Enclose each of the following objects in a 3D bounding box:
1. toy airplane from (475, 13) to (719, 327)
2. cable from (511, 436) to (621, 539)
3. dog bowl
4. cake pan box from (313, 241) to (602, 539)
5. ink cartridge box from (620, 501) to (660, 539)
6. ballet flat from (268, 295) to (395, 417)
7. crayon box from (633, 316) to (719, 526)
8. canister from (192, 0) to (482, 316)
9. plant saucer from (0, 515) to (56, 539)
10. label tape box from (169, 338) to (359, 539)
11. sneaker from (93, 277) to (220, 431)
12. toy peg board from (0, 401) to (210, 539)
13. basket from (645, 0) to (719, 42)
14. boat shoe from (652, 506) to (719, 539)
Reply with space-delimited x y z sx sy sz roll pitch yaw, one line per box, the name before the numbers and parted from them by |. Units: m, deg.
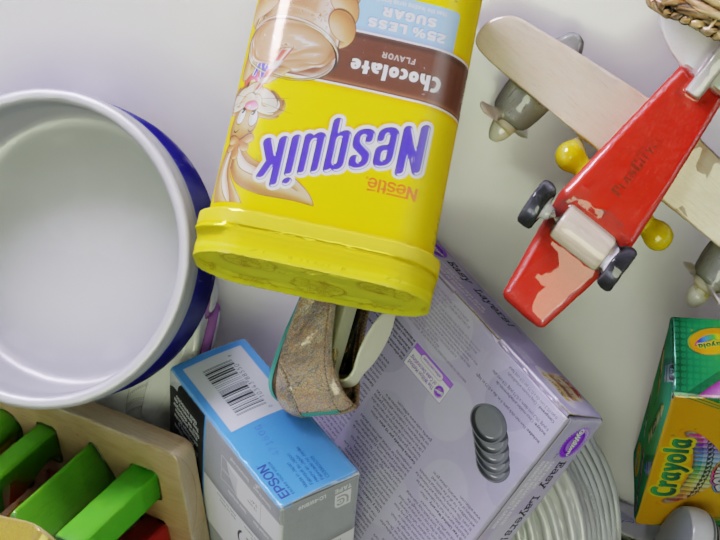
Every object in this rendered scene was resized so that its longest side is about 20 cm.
toy airplane | 0.175 -0.069 1.008 0.197 0.141 0.203 -6 78 -3
cable | 0.080 0.177 1.110 0.199 0.069 0.202 28 109 28
dog bowl | -0.195 -0.014 1.046 0.197 0.079 0.203 0 90 10
cake pan box | 0.037 0.099 1.065 0.200 0.052 0.185 46 111 32
ink cartridge box | 0.189 0.222 1.174 0.198 0.044 0.095 23 116 -5
ballet flat | 0.000 0.000 1.033 0.067 0.068 0.202 7 77 31
crayon box | 0.249 0.106 1.055 0.117 0.059 0.201 3 149 4
canister | -0.010 -0.087 0.978 0.147 0.087 0.202 11 78 2
plant saucer | -0.231 0.240 1.088 0.199 0.049 0.201 3 135 43
label tape box | -0.070 0.170 1.091 0.066 0.143 0.202 -20 136 -29
sneaker | -0.161 0.072 1.124 0.099 0.075 0.201 23 115 -6
toy peg board | -0.208 0.194 1.114 0.198 0.098 0.201 17 128 30
basket | 0.275 -0.194 0.921 0.198 0.143 0.150 21 116 -5
boat shoe | 0.228 0.249 1.122 0.065 0.070 0.202 7 119 -5
